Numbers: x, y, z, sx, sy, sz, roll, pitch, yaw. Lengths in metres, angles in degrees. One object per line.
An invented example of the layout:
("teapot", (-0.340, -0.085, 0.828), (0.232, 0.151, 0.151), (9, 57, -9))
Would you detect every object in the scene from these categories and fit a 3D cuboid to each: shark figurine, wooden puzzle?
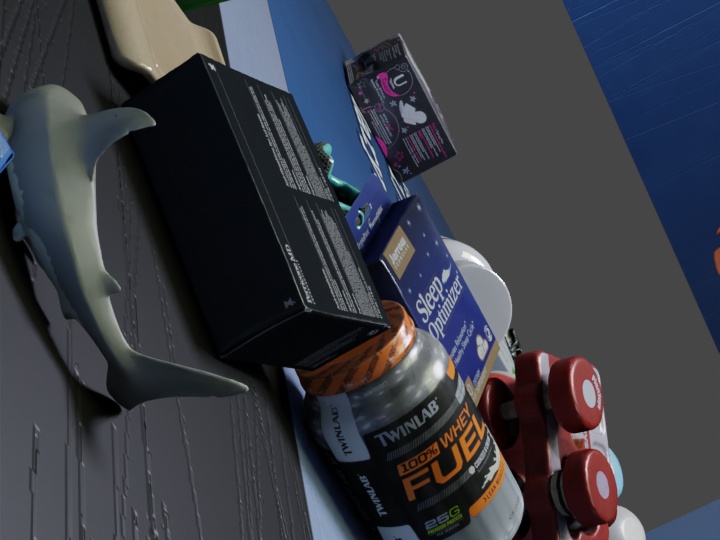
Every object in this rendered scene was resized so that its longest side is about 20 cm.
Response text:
("shark figurine", (-0.132, -0.035, 0.865), (0.216, 0.089, 0.128), (66, 9, 27))
("wooden puzzle", (-0.157, -0.173, 1.347), (0.200, 0.037, 0.186), (46, 20, -53))

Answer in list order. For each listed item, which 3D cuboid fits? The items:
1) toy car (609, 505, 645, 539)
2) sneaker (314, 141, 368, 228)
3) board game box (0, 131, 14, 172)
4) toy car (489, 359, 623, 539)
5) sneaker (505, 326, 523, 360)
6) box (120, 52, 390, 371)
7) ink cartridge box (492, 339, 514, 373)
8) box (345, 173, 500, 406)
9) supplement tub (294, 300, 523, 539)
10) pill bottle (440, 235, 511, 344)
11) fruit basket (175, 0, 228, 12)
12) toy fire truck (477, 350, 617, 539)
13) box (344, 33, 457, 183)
("toy car", (0.259, 0.383, 2.014), (0.149, 0.174, 0.201), (-23, 87, -46))
("sneaker", (-0.026, -0.034, 1.551), (0.201, 0.091, 0.078), (59, 10, -38))
("board game box", (-0.203, -0.075, 0.649), (0.153, 0.045, 0.200), (63, 7, -16))
("toy car", (0.117, 0.204, 1.645), (0.200, 0.183, 0.178), (-28, 92, -54))
("sneaker", (0.257, 0.171, 2.886), (0.114, 0.076, 0.200), (55, 9, -43))
("box", (-0.073, -0.038, 1.212), (0.141, 0.078, 0.201), (19, 45, -65))
("ink cartridge box", (0.149, 0.096, 2.349), (0.147, 0.082, 0.201), (57, 11, -40))
("box", (0.052, 0.021, 1.457), (0.201, 0.032, 0.121), (59, 29, -18))
("supplement tub", (0.035, 0.131, 1.316), (0.201, 0.122, 0.123), (60, 9, -24))
("pill bottle", (0.066, 0.026, 1.660), (0.120, 0.119, 0.200), (62, -13, -17))
("fruit basket", (-0.112, -0.343, 1.566), (0.156, 0.214, 0.216), (61, 8, -19))
("toy fire truck", (0.187, 0.172, 1.549), (0.167, 0.111, 0.202), (20, 59, -54))
("box", (0.068, -0.275, 2.881), (0.201, 0.114, 0.132), (61, 8, -24))
